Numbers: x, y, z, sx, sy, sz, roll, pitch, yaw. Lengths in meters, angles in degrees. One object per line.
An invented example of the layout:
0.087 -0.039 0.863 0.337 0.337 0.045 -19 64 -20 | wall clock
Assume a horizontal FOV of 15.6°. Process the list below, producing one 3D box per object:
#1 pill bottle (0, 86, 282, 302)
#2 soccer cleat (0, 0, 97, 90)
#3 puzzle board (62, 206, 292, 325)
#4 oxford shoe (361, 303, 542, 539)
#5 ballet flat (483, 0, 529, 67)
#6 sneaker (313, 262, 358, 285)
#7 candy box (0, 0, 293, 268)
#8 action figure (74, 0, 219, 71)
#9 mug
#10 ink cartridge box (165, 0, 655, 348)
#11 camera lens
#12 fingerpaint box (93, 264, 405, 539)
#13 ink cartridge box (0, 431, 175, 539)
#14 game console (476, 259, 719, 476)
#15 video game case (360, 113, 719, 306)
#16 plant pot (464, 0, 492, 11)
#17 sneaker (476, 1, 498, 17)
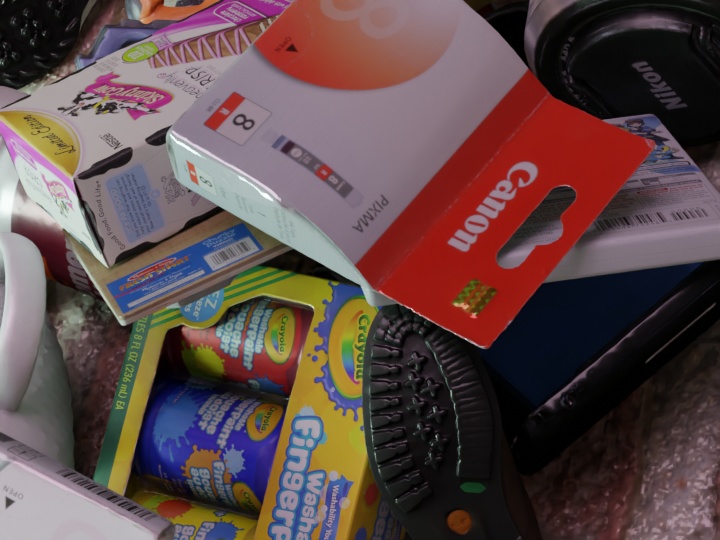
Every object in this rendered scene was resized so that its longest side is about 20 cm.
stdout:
-0.152 -0.039 1.591 0.200 0.110 0.110 21 65 25 | pill bottle
-0.213 -0.194 1.784 0.200 0.068 0.073 -49 29 -12 | soccer cleat
-0.055 -0.035 1.429 0.200 0.017 0.151 -25 25 -9 | puzzle board
0.049 0.105 1.378 0.072 0.201 0.084 -14 9 9 | oxford shoe
0.084 -0.123 1.556 0.066 0.057 0.200 46 35 6 | ballet flat
0.000 0.000 1.521 0.200 0.085 0.077 -45 34 -17 | sneaker
-0.088 -0.090 1.469 0.200 0.061 0.136 -29 29 -16 | candy box
-0.083 -0.134 1.683 0.199 0.105 0.194 8 60 -9 | action figure
-0.228 0.064 1.510 0.200 0.147 0.176 -53 30 41 | mug
0.025 -0.067 1.344 0.200 0.050 0.162 27 60 26 | ink cartridge box
0.183 -0.186 1.545 0.159 0.160 0.200 -4 54 19 | camera lens
-0.054 0.100 1.436 0.166 0.073 0.201 13 85 28 | fingerpaint box
-0.209 0.188 1.387 0.162 0.057 0.200 26 92 10 | ink cartridge box
0.132 0.006 1.457 0.200 0.176 0.116 -40 79 -9 | game console
0.087 -0.035 1.420 0.199 0.022 0.182 -8 23 -6 | video game case
0.031 -0.232 1.568 0.200 0.142 0.200 -21 44 21 | plant pot
0.023 -0.115 1.587 0.071 0.113 0.200 7 58 31 | sneaker
